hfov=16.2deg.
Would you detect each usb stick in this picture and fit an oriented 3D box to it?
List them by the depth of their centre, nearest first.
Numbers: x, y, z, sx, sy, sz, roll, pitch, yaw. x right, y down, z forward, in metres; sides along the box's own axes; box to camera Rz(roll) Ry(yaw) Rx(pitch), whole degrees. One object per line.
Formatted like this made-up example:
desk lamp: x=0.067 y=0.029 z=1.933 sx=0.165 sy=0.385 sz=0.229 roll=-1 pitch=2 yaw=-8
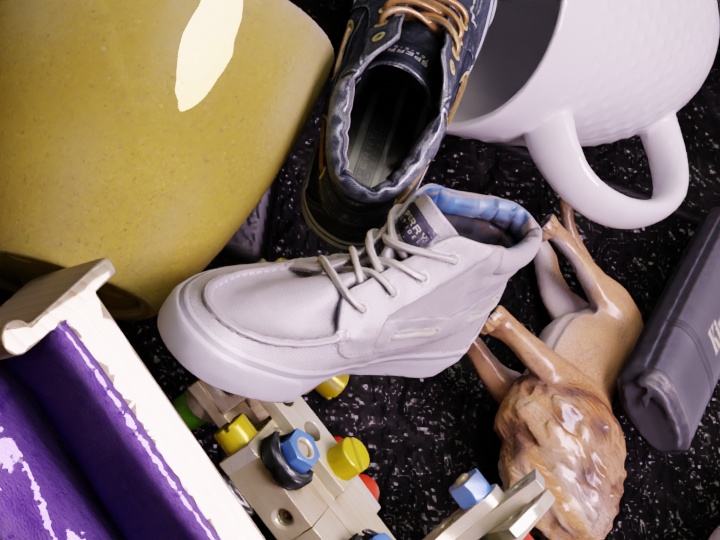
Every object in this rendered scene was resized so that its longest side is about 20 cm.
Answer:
usb stick: x=0.179 y=0.028 z=1.339 sx=0.056 sy=0.032 sz=0.200 roll=60 pitch=32 yaw=-15

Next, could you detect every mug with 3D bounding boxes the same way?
mug: x=0.114 y=-0.114 z=1.345 sx=0.175 sy=0.147 sz=0.201 roll=6 pitch=59 yaw=-47

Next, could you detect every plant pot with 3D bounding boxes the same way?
plant pot: x=-0.126 y=-0.060 z=1.179 sx=0.199 sy=0.200 sz=0.143 roll=20 pitch=75 yaw=-17

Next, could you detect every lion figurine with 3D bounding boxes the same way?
lion figurine: x=0.110 y=0.047 z=1.307 sx=0.122 sy=0.072 sz=0.200 roll=45 pitch=47 yaw=-10

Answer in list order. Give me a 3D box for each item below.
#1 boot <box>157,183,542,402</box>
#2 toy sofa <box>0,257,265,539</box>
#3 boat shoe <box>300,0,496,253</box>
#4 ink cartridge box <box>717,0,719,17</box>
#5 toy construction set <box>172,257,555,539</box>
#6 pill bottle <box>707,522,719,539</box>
boot: x=0.000 y=0.000 z=1.138 sx=0.199 sy=0.096 sz=0.074 roll=-5 pitch=50 yaw=-53
toy sofa: x=-0.108 y=0.102 z=1.111 sx=0.098 sy=0.083 sz=0.201 roll=-41 pitch=105 yaw=-29
boat shoe: x=0.028 y=-0.109 z=1.210 sx=0.070 sy=0.091 sz=0.202 roll=18 pitch=73 yaw=-5
ink cartridge box: x=0.215 y=-0.190 z=1.432 sx=0.200 sy=0.068 sz=0.116 roll=56 pitch=3 yaw=-38
toy construction set: x=-0.006 y=0.090 z=1.204 sx=0.200 sy=0.092 sz=0.131 roll=40 pitch=31 yaw=2
pill bottle: x=0.269 y=0.119 z=1.325 sx=0.111 sy=0.111 sz=0.200 roll=45 pitch=53 yaw=1
